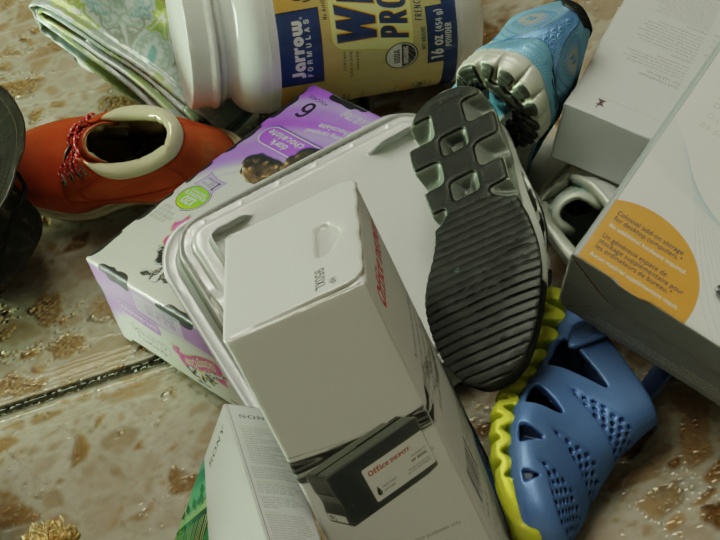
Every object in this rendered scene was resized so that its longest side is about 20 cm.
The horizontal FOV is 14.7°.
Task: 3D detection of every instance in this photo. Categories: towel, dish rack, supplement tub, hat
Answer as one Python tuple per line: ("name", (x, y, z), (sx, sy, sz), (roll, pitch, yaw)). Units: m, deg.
("towel", (-0.112, -0.193, 1.983), (0.171, 0.048, 0.200), (38, 60, 10))
("dish rack", (0.000, 0.000, 1.657), (0.199, 0.044, 0.172), (-28, 73, -17))
("supplement tub", (-0.028, -0.184, 1.880), (0.199, 0.145, 0.145), (-11, 34, -8))
("hat", (-0.264, -0.031, 1.888), (0.200, 0.081, 0.202), (-32, 42, 34))

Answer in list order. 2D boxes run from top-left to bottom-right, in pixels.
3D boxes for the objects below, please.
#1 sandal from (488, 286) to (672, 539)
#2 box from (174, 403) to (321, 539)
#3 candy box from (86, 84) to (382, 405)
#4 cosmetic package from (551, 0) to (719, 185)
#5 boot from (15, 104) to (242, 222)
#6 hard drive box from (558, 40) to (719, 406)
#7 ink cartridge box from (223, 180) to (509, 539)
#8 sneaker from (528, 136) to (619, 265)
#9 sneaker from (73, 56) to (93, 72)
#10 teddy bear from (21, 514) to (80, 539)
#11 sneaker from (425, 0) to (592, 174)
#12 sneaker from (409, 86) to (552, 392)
("sandal", (0.124, 0.079, 1.550), (0.086, 0.080, 0.201), (-3, 41, 20))
("box", (-0.060, 0.185, 1.467), (0.036, 0.145, 0.200), (10, 28, -20))
("candy box", (-0.044, -0.013, 1.763), (0.200, 0.072, 0.167), (-38, 39, -20))
("cosmetic package", (0.232, -0.092, 1.657), (0.199, 0.052, 0.151), (24, 48, 10))
("boot", (-0.177, -0.080, 1.882), (0.199, 0.107, 0.076), (-1, 78, 31))
("hard drive box", (0.228, -0.031, 1.539), (0.155, 0.077, 0.200), (32, 71, 10))
("ink cartridge box", (0.004, 0.074, 1.489), (0.084, 0.201, 0.145), (-23, 21, 7))
("sneaker", (0.139, -0.038, 1.673), (0.071, 0.080, 0.200), (-50, 32, 10))
("sneaker", (-0.115, -0.192, 2.050), (0.079, 0.074, 0.200), (38, 62, 26))
("teddy bear", (-0.159, 0.208, 1.496), (0.199, 0.146, 0.067), (8, 3, 44))
("sneaker", (0.101, -0.110, 1.693), (0.090, 0.078, 0.200), (-47, 1, -14))
("sneaker", (0.081, -0.006, 1.588), (0.074, 0.089, 0.201), (-19, 49, 19))
